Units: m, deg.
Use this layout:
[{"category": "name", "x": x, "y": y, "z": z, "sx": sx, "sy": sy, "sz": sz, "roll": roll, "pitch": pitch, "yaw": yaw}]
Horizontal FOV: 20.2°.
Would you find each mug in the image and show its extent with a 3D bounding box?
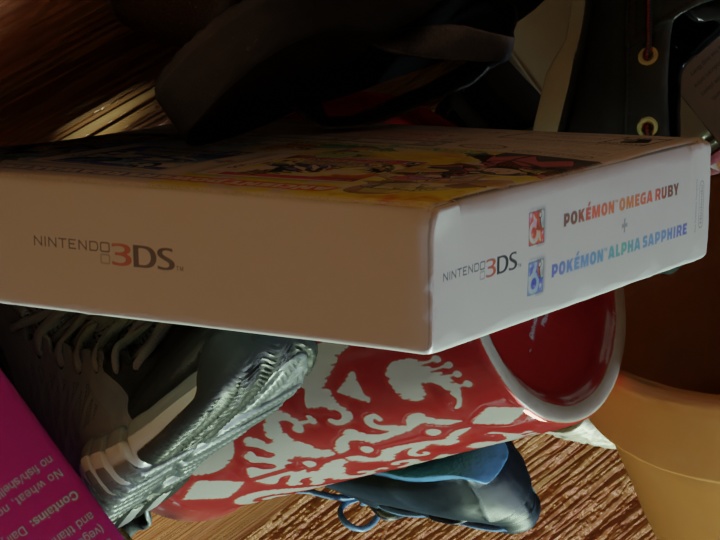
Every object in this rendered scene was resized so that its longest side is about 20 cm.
[{"category": "mug", "x": -0.007, "y": 0.002, "z": 0.816, "sx": 0.199, "sy": 0.179, "sz": 0.133, "roll": -13, "pitch": 167, "yaw": 39}]

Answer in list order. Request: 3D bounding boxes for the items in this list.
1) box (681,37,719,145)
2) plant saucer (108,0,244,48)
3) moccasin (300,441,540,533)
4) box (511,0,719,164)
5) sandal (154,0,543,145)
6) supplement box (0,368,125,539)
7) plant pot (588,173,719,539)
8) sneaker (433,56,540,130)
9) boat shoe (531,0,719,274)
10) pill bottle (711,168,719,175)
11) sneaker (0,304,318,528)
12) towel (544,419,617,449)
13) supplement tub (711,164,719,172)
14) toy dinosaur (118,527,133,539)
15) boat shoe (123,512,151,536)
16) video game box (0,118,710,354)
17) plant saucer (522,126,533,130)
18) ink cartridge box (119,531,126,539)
[{"category": "box", "x": 0.168, "y": -0.116, "z": 0.780, "sx": 0.036, "sy": 0.201, "sz": 0.144, "roll": -29, "pitch": 170, "yaw": -40}, {"category": "plant saucer", "x": 0.011, "y": -0.128, "z": 0.633, "sx": 0.200, "sy": 0.035, "sz": 0.200, "roll": -37, "pitch": 173, "yaw": -6}, {"category": "moccasin", "x": 0.013, "y": 0.098, "z": 1.009, "sx": 0.081, "sy": 0.068, "sz": 0.200, "roll": -48, "pitch": -152, "yaw": -13}, {"category": "box", "x": 0.161, "y": -0.126, "z": 0.956, "sx": 0.109, "sy": 0.128, "sz": 0.200, "roll": -40, "pitch": 171, "yaw": 30}, {"category": "sandal", "x": 0.007, "y": -0.070, "z": 0.670, "sx": 0.076, "sy": 0.043, "sz": 0.200, "roll": -43, "pitch": 170, "yaw": 39}, {"category": "supplement box", "x": -0.145, "y": 0.113, "z": 0.717, "sx": 0.103, "sy": 0.201, "sz": 0.101, "roll": -33, "pitch": 172, "yaw": -25}, {"category": "plant pot", "x": 0.190, "y": 0.058, "z": 0.859, "sx": 0.198, "sy": 0.141, "sz": 0.200, "roll": -10, "pitch": -152, "yaw": 6}, {"category": "sneaker", "x": 0.080, "y": -0.078, "z": 1.058, "sx": 0.079, "sy": 0.078, "sz": 0.200, "roll": -43, "pitch": 173, "yaw": 4}, {"category": "boat shoe", "x": 0.104, "y": -0.097, "z": 0.734, "sx": 0.074, "sy": 0.063, "sz": 0.203, "roll": 40, "pitch": 59, "yaw": -72}, {"category": "pill bottle", "x": 0.148, "y": -0.003, "z": 1.037, "sx": 0.111, "sy": 0.111, "sz": 0.200, "roll": -37, "pitch": -172, "yaw": -2}, {"category": "sneaker", "x": -0.094, "y": 0.024, "z": 0.728, "sx": 0.075, "sy": 0.116, "sz": 0.200, "roll": -26, "pitch": 171, "yaw": -33}, {"category": "towel", "x": 0.094, "y": 0.057, "z": 1.037, "sx": 0.132, "sy": 0.035, "sz": 0.199, "roll": 11, "pitch": -176, "yaw": -38}, {"category": "supplement tub", "x": 0.113, "y": -0.026, "z": 1.258, "sx": 0.199, "sy": 0.145, "sz": 0.145, "roll": -36, "pitch": 172, "yaw": -8}, {"category": "toy dinosaur", "x": -0.137, "y": 0.104, "z": 0.924, "sx": 0.058, "sy": 0.102, "sz": 0.200, "roll": -14, "pitch": -168, "yaw": -27}, {"category": "boat shoe", "x": -0.136, "y": 0.092, "z": 1.038, "sx": 0.071, "sy": 0.091, "sz": 0.200, "roll": -32, "pitch": 171, "yaw": -31}, {"category": "video game box", "x": -0.015, "y": -0.018, "z": 0.639, "sx": 0.199, "sy": 0.047, "sz": 0.182, "roll": 5, "pitch": -171, "yaw": 33}, {"category": "plant saucer", "x": 0.004, "y": 0.034, "z": 0.985, "sx": 0.199, "sy": 0.048, "sz": 0.201, "roll": -18, "pitch": -146, "yaw": 41}, {"category": "ink cartridge box", "x": -0.152, "y": 0.144, "z": 0.862, "sx": 0.084, "sy": 0.200, "sz": 0.146, "roll": -34, "pitch": 172, "yaw": -28}]
